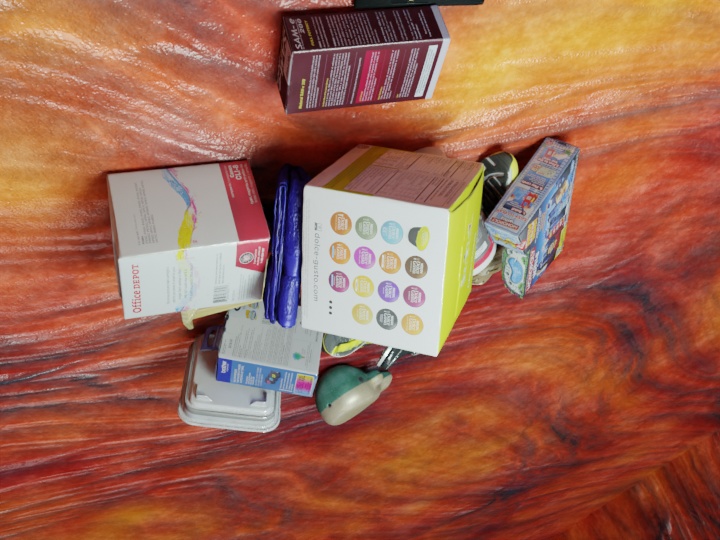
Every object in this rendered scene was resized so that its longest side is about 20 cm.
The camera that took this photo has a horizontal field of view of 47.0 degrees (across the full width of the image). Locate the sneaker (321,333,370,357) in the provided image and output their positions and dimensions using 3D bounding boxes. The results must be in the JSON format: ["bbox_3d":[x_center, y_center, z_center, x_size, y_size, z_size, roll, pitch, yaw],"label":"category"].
[{"bbox_3d":[0.006,0.108,1.565,0.197,0.076,0.084,-14,180,-26],"label":"sneaker"}]

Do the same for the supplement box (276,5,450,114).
[{"bbox_3d":[0.001,-0.258,1.016,0.196,0.062,0.109,-9,152,-16],"label":"supplement box"}]

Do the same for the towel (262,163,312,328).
[{"bbox_3d":[-0.106,-0.038,1.135,0.049,0.148,0.204,5,103,-13],"label":"towel"}]

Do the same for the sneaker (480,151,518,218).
[{"bbox_3d":[0.232,-0.126,1.336,0.089,0.079,0.201,-27,151,-16],"label":"sneaker"}]

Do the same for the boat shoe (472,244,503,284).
[{"bbox_3d":[0.200,-0.006,1.409,0.198,0.071,0.066,-22,116,-41],"label":"boat shoe"}]

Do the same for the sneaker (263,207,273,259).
[{"bbox_3d":[-0.073,-0.074,1.244,0.196,0.076,0.079,-15,144,-9],"label":"sneaker"}]

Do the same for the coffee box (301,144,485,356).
[{"bbox_3d":[0.047,-0.036,1.116,0.194,0.200,0.203,11,116,17],"label":"coffee box"}]

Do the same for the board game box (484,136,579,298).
[{"bbox_3d":[0.260,-0.070,1.287,0.199,0.061,0.203,-41,143,-39],"label":"board game box"}]

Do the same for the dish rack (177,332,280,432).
[{"bbox_3d":[-0.215,0.179,1.404,0.168,0.202,0.044,7,127,-9],"label":"dish rack"}]

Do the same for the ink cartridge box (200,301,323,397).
[{"bbox_3d":[-0.163,0.121,1.381,0.196,0.138,0.077,12,137,-6],"label":"ink cartridge box"}]

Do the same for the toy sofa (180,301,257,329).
[{"bbox_3d":[-0.198,0.020,1.321,0.196,0.099,0.083,-15,172,-7],"label":"toy sofa"}]

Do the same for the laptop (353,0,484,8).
[{"bbox_3d":[0.101,-0.346,0.908,0.174,0.105,0.201,-7,145,-18],"label":"laptop"}]

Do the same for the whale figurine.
[{"bbox_3d":[-0.016,0.243,1.730,0.159,0.105,0.199,-43,165,33],"label":"whale figurine"}]

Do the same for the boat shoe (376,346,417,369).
[{"bbox_3d":[0.105,0.116,1.521,0.200,0.060,0.076,-47,176,-27],"label":"boat shoe"}]

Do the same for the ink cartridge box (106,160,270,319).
[{"bbox_3d":[-0.239,-0.043,1.131,0.196,0.146,0.146,-8,147,-19],"label":"ink cartridge box"}]

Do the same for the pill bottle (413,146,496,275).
[{"bbox_3d":[0.129,-0.089,1.271,0.109,0.112,0.201,-25,132,10],"label":"pill bottle"}]
